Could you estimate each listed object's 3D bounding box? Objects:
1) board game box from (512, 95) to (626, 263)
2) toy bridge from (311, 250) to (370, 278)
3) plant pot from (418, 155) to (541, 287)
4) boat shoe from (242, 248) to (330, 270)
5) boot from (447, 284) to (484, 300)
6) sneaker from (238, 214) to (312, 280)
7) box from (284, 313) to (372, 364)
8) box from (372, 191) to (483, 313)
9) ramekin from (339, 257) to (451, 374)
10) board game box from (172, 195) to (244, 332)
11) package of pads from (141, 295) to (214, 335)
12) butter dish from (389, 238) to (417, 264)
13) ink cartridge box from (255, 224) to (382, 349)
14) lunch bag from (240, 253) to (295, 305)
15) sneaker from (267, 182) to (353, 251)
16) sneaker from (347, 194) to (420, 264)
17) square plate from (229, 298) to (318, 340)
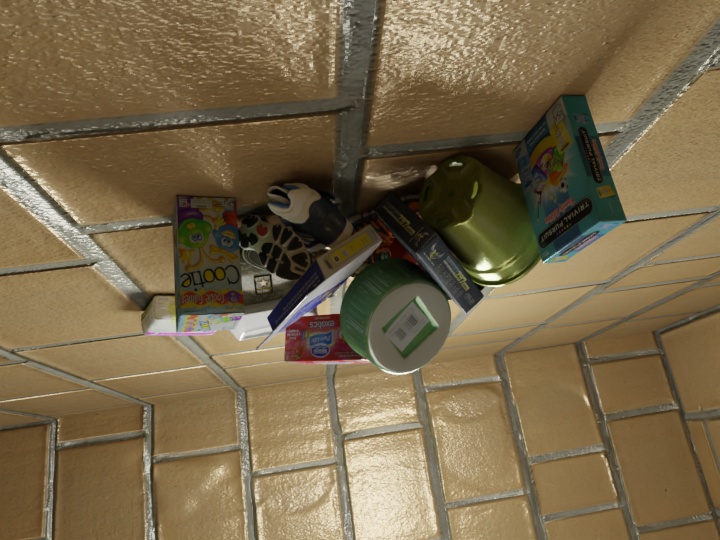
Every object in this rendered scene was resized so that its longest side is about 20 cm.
[{"bbox_3d":[0.310,-0.134,0.820,0.046,0.204,0.151,-4,160,-15],"label":"board game box"},{"bbox_3d":[0.000,0.000,1.016,0.196,0.028,0.067,16,173,-19],"label":"toy bridge"},{"bbox_3d":[0.203,-0.097,0.931,0.198,0.204,0.183,-23,146,35],"label":"plant pot"},{"bbox_3d":[-0.130,-0.021,1.049,0.198,0.074,0.060,8,-165,-17],"label":"boat shoe"},{"bbox_3d":[0.215,0.011,1.242,0.066,0.166,0.199,46,147,-16],"label":"boot"},{"bbox_3d":[-0.140,-0.043,0.949,0.083,0.082,0.199,20,-169,-47],"label":"sneaker"},{"bbox_3d":[-0.054,0.145,1.122,0.197,0.098,0.099,-7,165,30],"label":"box"},{"bbox_3d":[0.119,-0.031,0.935,0.051,0.158,0.200,-42,131,4],"label":"box"},{"bbox_3d":[0.069,0.088,0.976,0.196,0.204,0.098,0,-163,-24],"label":"ramekin"},{"bbox_3d":[-0.260,-0.009,0.907,0.101,0.204,0.105,0,160,-23],"label":"board game box"},{"bbox_3d":[-0.449,0.119,1.381,0.197,0.070,0.154,3,158,-33],"label":"package of pads"},{"bbox_3d":[0.055,-0.002,1.185,0.201,0.147,0.200,-54,159,-5],"label":"butter dish"},{"bbox_3d":[-0.077,0.027,0.883,0.199,0.047,0.198,-33,172,-45],"label":"ink cartridge box"},{"bbox_3d":[-0.208,0.021,1.150,0.160,0.120,0.201,-9,156,-10],"label":"lunch bag"},{"bbox_3d":[-0.106,-0.103,0.941,0.146,0.081,0.199,38,169,-23],"label":"sneaker"},{"bbox_3d":[0.060,-0.066,1.031,0.197,0.114,0.077,-20,159,28],"label":"sneaker"},{"bbox_3d":[-0.189,0.101,1.166,0.196,0.029,0.199,-12,160,-5],"label":"square plate"}]
